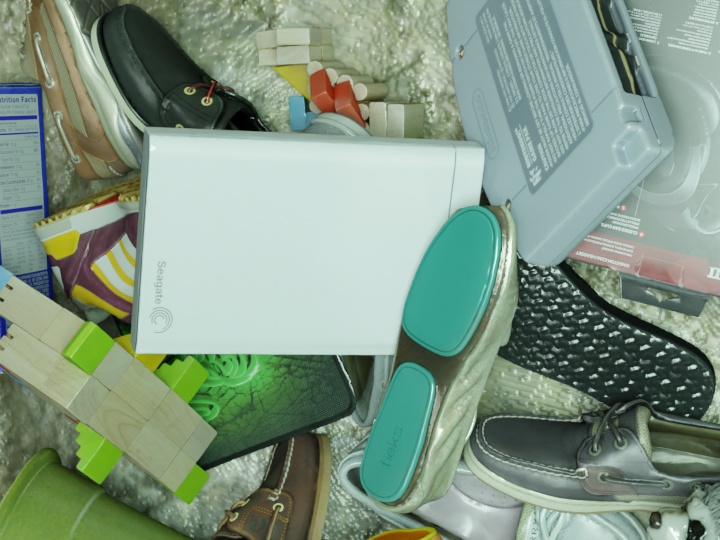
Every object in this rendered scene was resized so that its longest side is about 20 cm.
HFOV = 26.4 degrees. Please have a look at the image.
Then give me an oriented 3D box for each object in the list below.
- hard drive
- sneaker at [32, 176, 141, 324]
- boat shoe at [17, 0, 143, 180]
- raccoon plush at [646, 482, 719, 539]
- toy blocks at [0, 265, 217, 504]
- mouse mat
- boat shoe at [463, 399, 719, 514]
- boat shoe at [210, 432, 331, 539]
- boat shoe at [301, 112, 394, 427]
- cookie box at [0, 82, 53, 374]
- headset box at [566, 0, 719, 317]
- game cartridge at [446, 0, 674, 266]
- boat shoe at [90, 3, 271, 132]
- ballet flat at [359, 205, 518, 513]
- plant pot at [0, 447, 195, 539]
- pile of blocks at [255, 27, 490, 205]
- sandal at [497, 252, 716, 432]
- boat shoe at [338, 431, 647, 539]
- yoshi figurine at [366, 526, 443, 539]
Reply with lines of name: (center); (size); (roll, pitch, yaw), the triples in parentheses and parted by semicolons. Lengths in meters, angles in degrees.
hard drive: (-0.031, -0.015, 0.904); (0.199, 0.027, 0.132); (1, 109, -16)
sneaker: (-0.126, -0.014, 0.982); (0.200, 0.075, 0.090); (-9, 110, 48)
boat shoe: (-0.201, -0.154, 1.042); (0.072, 0.076, 0.201); (-22, 88, 22)
raccoon plush: (0.238, 0.190, 0.904); (0.134, 0.200, 0.097); (-52, 36, 25)
toy blocks: (-0.186, 0.069, 1.015); (0.137, 0.200, 0.100); (28, 76, 32)
mouse mat: (-0.094, 0.044, 1.022); (0.200, 0.008, 0.161); (-26, 88, 46)
boat shoe: (0.164, 0.110, 0.930); (0.199, 0.072, 0.065); (11, 127, 4)
boat shoe: (-0.061, 0.179, 0.976); (0.070, 0.200, 0.070); (16, 133, -10)
boat shoe: (-0.001, 0.001, 0.966); (0.074, 0.065, 0.202); (12, 125, 46)
cookie box: (-0.313, -0.031, 1.093); (0.171, 0.075, 0.201); (0, 96, 19)
headset box: (0.201, -0.073, 0.913); (0.148, 0.077, 0.201); (14, 102, 17)
game cartridge: (0.108, -0.111, 0.896); (0.133, 0.040, 0.200); (-46, 47, 43)
boat shoe: (-0.098, -0.097, 1.008); (0.063, 0.074, 0.202); (-37, 91, 39)
ballet flat: (0.054, 0.051, 0.912); (0.067, 0.062, 0.200); (34, 109, 39)
plant pot: (-0.155, 0.242, 1.032); (0.189, 0.200, 0.201); (16, 102, 3)
pile of blocks: (0.000, -0.087, 0.987); (0.200, 0.062, 0.082); (37, 107, 11)
sandal: (0.131, 0.034, 0.972); (0.200, 0.048, 0.075); (34, 108, -2)
boat shoe: (0.084, 0.157, 0.980); (0.201, 0.065, 0.075); (23, 104, 13)
yoshi figurine: (0.032, 0.256, 0.872); (0.112, 0.112, 0.201); (-11, 94, 13)
